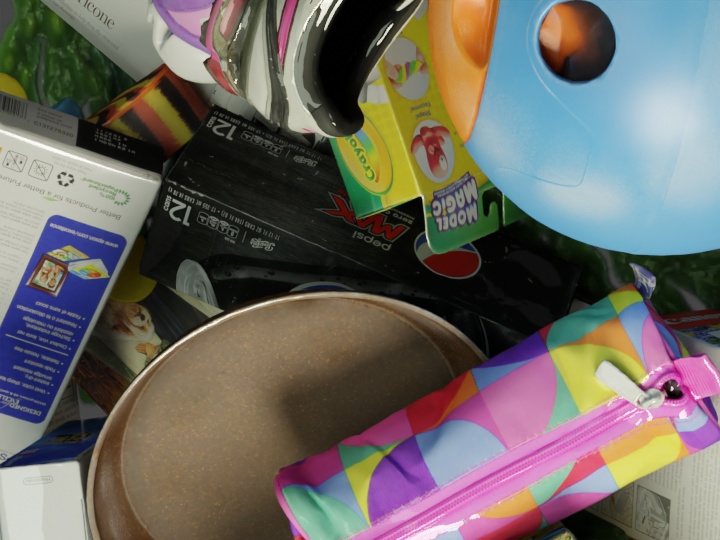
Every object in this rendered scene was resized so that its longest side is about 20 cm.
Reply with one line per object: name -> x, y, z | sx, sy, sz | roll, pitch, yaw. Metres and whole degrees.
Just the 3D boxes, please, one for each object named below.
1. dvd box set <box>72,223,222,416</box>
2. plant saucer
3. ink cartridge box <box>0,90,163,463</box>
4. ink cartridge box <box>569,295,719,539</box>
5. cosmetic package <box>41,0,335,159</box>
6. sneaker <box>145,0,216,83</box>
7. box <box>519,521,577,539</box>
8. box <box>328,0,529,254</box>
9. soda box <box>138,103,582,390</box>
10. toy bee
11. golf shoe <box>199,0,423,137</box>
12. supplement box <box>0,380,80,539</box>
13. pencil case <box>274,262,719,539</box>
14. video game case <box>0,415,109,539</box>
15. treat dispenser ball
dvd box set -> -0.051, 0.064, 1.191 | 0.200, 0.029, 0.147 | 44, 117, 14
plant saucer -> -0.029, 0.085, 1.044 | 0.201, 0.199, 0.035 | -59, 28, 24
ink cartridge box -> -0.175, 0.009, 1.114 | 0.094, 0.037, 0.201 | 19, 121, -16
ink cartridge box -> 0.165, 0.079, 1.054 | 0.200, 0.050, 0.110 | 23, 114, 55
cosmetic package -> -0.070, -0.118, 1.150 | 0.200, 0.051, 0.083 | 40, 115, 15
sneaker -> -0.084, -0.193, 1.089 | 0.080, 0.089, 0.201 | -17, 65, -9
box -> 0.042, 0.215, 1.038 | 0.192, 0.200, 0.123 | -32, 85, -1
box -> 0.024, -0.110, 1.063 | 0.048, 0.117, 0.201 | -20, 91, 41
soda box -> 0.000, 0.000, 1.085 | 0.199, 0.071, 0.064 | 23, 130, 4
toy bee -> -0.160, -0.027, 1.158 | 0.131, 0.109, 0.200 | 36, 138, 2
golf shoe -> 0.010, -0.150, 0.951 | 0.092, 0.072, 0.201 | 34, 106, 42
supplement box -> -0.223, 0.103, 1.266 | 0.125, 0.073, 0.202 | -3, 99, 28
pencil case -> 0.061, 0.079, 0.993 | 0.199, 0.088, 0.089 | -30, 86, 6
video game case -> -0.132, 0.172, 1.118 | 0.045, 0.200, 0.183 | -7, 92, 3
treat dispenser ball -> 0.128, -0.107, 0.961 | 0.199, 0.201, 0.203 | 6, 104, 27
